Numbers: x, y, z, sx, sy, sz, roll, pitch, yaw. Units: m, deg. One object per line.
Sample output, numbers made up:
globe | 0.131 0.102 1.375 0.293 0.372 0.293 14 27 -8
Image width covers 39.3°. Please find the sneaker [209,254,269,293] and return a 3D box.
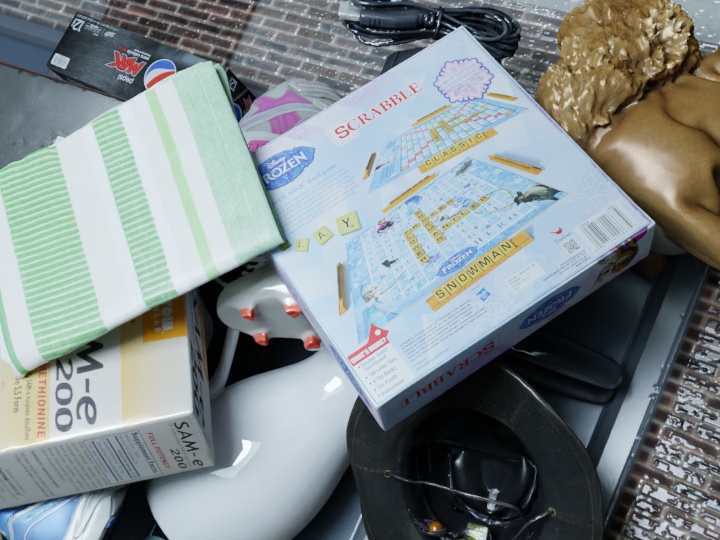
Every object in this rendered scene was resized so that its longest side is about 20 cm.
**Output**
sneaker | -0.085 -0.016 0.780 0.075 0.200 0.088 36 88 0

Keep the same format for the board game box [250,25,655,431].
board game box | 0.042 -0.036 0.633 0.199 0.041 0.200 -31 61 -9

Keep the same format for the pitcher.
pitcher | -0.074 0.108 0.747 0.199 0.121 0.172 -38 98 4

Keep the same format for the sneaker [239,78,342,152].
sneaker | -0.039 -0.118 0.832 0.199 0.081 0.089 11 70 42

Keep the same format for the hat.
hat | 0.087 0.136 0.692 0.199 0.081 0.203 12 116 26

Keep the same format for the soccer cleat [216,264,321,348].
soccer cleat | 0.000 0.000 0.681 0.198 0.069 0.078 -10 58 6

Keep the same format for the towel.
towel | -0.157 -0.036 0.651 0.198 0.023 0.154 -26 64 8

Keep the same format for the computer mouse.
computer mouse | 0.041 -0.105 0.727 0.137 0.053 0.202 8 84 -1

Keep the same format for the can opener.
can opener | 0.090 0.052 0.725 0.198 0.063 0.079 19 72 1

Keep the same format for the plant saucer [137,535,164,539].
plant saucer | -0.157 0.295 0.721 0.199 0.036 0.203 -1 89 55

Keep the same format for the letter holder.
letter holder | -0.207 -0.078 0.770 0.198 0.142 0.102 18 88 13

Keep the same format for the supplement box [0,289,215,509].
supplement box | -0.203 0.080 0.679 0.198 0.074 0.127 -12 52 -1

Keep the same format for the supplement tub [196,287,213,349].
supplement tub | -0.225 0.002 0.850 0.144 0.145 0.200 -42 61 5

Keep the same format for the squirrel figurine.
squirrel figurine | 0.222 -0.117 0.685 0.200 0.142 0.187 42 83 -1

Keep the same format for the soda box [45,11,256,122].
soda box | -0.194 -0.173 0.938 0.199 0.071 0.064 25 82 28

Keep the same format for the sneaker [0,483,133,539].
sneaker | -0.186 0.119 0.728 0.076 0.076 0.201 26 56 -1

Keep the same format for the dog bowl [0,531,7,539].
dog bowl | -0.269 0.175 0.788 0.058 0.200 0.202 -1 71 7
